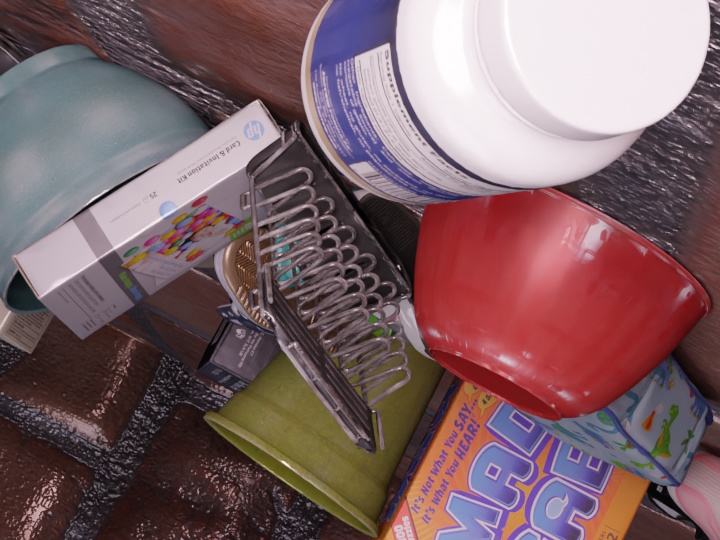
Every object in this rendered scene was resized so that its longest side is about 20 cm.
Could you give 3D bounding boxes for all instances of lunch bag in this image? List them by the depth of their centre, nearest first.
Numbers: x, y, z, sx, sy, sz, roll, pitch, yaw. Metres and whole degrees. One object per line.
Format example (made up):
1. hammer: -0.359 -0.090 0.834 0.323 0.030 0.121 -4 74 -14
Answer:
1. lunch bag: 0.164 0.081 1.337 0.160 0.083 0.200 20 167 36

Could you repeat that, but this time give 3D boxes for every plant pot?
1. plant pot: -0.212 -0.081 1.327 0.134 0.200 0.200 55 174 11
2. plant pot: -0.016 0.122 1.713 0.200 0.184 0.200 34 170 7

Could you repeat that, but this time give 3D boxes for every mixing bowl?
1. mixing bowl: 0.109 0.026 1.144 0.200 0.109 0.200 28 171 5

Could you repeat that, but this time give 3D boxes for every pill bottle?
1. pill bottle: 0.055 -0.087 0.720 0.111 0.111 0.200 31 169 -16

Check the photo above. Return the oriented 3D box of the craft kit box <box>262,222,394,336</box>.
1. craft kit box: -0.049 -0.015 1.559 0.200 0.049 0.198 28 173 5

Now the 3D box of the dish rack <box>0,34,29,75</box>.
1. dish rack: -0.346 -0.175 1.544 0.200 0.055 0.153 25 168 32

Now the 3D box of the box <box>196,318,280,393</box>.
1. box: -0.063 0.103 1.973 0.200 0.118 0.197 28 170 -5

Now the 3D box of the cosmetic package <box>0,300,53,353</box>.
1. cosmetic package: -0.312 -0.029 1.745 0.071 0.200 0.105 27 169 13

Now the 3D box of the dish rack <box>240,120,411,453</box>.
1. dish rack: -0.018 0.014 1.154 0.154 0.054 0.200 53 -164 -31

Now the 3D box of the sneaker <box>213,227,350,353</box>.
1. sneaker: -0.088 0.009 1.462 0.108 0.070 0.200 19 170 34

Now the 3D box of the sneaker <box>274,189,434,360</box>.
1. sneaker: 0.000 0.000 1.367 0.120 0.084 0.200 14 155 39

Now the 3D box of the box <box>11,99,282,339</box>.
1. box: -0.139 -0.033 1.284 0.041 0.200 0.156 55 174 11

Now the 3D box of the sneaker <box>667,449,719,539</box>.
1. sneaker: 0.362 0.234 1.575 0.200 0.075 0.105 39 171 -29

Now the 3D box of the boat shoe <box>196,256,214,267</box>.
1. boat shoe: -0.175 -0.056 1.681 0.072 0.063 0.200 -8 157 24

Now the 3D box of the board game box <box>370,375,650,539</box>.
1. board game box: 0.146 0.221 1.737 0.200 0.200 0.200 27 171 1

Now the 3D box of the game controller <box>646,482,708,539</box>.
1. game controller: 0.329 0.225 1.766 0.104 0.042 0.200 41 173 15
